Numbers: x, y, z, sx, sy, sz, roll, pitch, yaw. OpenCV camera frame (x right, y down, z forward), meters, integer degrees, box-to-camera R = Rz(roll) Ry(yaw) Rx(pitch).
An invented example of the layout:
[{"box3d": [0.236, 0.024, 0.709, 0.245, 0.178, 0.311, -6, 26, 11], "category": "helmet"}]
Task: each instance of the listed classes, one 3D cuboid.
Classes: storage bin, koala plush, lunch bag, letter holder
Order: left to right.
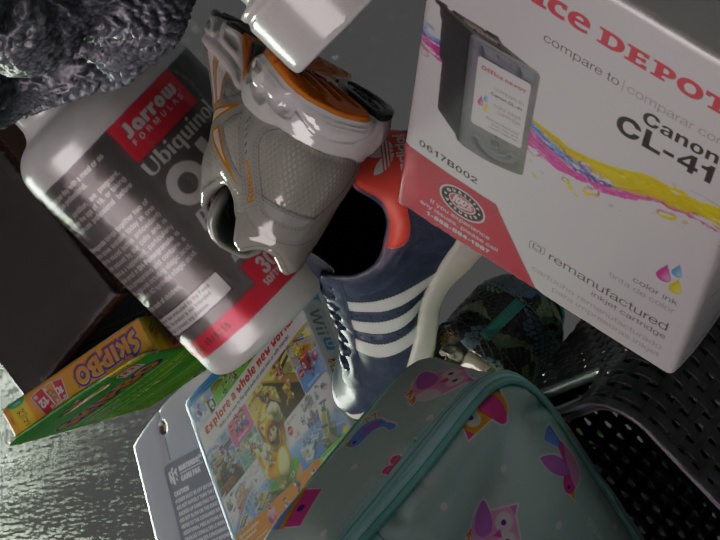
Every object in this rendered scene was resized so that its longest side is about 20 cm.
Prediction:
[{"box3d": [-0.178, -0.140, 0.883, 0.182, 0.200, 0.179, -5, 98, 31], "category": "koala plush"}, {"box3d": [-0.182, -0.049, 1.178, 0.200, 0.142, 0.101, 50, 123, 10], "category": "letter holder"}, {"box3d": [0.052, 0.155, 0.903, 0.077, 0.161, 0.201, 2, 133, 51], "category": "lunch bag"}, {"box3d": [0.174, 0.107, 0.952, 0.200, 0.094, 0.135, 45, 153, -8], "category": "storage bin"}]

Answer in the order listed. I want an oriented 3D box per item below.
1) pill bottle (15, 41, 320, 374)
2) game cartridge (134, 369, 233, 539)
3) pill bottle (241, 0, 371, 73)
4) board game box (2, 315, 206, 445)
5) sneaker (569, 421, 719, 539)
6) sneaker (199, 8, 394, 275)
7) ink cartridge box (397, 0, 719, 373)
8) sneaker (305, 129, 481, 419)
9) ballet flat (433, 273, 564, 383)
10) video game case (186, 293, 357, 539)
[{"box3d": [-0.105, -0.052, 1.061, 0.200, 0.111, 0.111, 45, 153, -9], "category": "pill bottle"}, {"box3d": [-0.068, 0.123, 1.249, 0.199, 0.040, 0.135, -30, 74, 49], "category": "game cartridge"}, {"box3d": [-0.063, -0.182, 0.811, 0.200, 0.114, 0.114, 44, 153, -6], "category": "pill bottle"}, {"box3d": [-0.124, 0.055, 1.147, 0.030, 0.095, 0.200, 57, -165, 4], "category": "board game box"}, {"box3d": [0.145, 0.158, 1.073, 0.076, 0.084, 0.201, 8, 139, 46], "category": "sneaker"}, {"box3d": [-0.047, -0.057, 0.925, 0.075, 0.093, 0.200, 23, -171, -14], "category": "sneaker"}, {"box3d": [0.099, -0.071, 0.796, 0.147, 0.086, 0.201, 33, 153, 16], "category": "ink cartridge box"}, {"box3d": [0.000, 0.000, 0.993, 0.084, 0.075, 0.201, 5, 139, -16], "category": "sneaker"}, {"box3d": [0.045, 0.082, 1.059, 0.074, 0.074, 0.201, 33, 137, 16], "category": "ballet flat"}, {"box3d": [-0.031, 0.130, 1.160, 0.143, 0.018, 0.201, -45, 59, 46], "category": "video game case"}]
